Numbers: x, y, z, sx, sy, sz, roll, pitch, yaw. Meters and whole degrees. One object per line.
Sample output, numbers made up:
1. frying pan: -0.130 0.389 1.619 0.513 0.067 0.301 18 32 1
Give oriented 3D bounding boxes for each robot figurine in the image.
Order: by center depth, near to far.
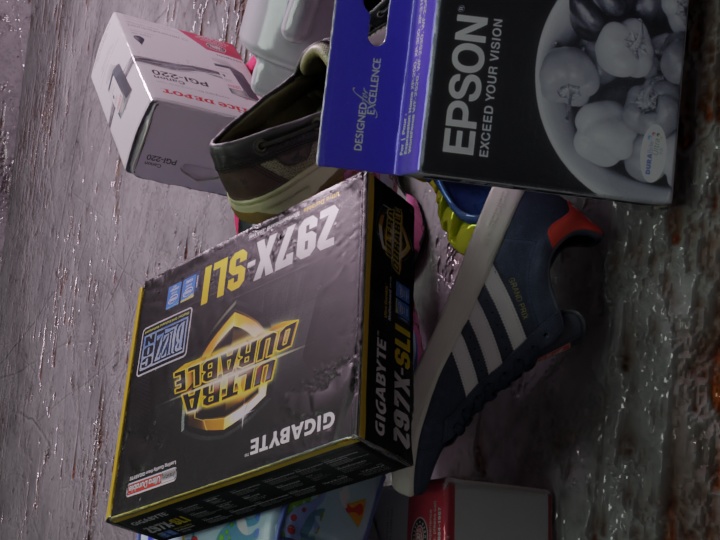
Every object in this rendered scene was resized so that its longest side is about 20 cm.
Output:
1. robot figurine: -0.038 -0.245 1.000 0.170 0.111 0.202 -84 11 -69

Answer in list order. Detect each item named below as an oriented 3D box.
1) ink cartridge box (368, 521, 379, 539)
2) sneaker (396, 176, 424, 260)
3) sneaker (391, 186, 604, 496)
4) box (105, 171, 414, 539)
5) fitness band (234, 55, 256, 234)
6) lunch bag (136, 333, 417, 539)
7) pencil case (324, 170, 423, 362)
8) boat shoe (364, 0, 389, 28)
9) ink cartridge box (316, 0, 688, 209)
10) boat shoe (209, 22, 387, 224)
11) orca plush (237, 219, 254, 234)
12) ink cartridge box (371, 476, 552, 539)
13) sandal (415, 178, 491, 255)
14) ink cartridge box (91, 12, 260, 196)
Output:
1. ink cartridge box: -0.025 0.196 0.748 0.100 0.039 0.201 -59 32 34
2. sneaker: -0.014 -0.077 0.935 0.081 0.085 0.201 -63 31 29
3. sneaker: 0.084 0.047 0.675 0.075 0.084 0.202 47 -115 -82
4. box: -0.057 0.053 0.653 0.199 0.049 0.161 -23 49 36
5. fitness band: -0.099 -0.126 1.182 0.143 0.037 0.203 14 96 61
6. lunch bag: -0.058 0.108 0.721 0.160 0.082 0.202 -1 66 49
7. pencil case: 0.000 0.000 0.808 0.082 0.086 0.202 9 120 42
8. boat shoe: 0.051 -0.270 0.878 0.200 0.065 0.075 -60 33 37
9. ink cartridge box: 0.083 -0.145 0.637 0.043 0.197 0.201 138 138 -85
10. boat shoe: -0.013 -0.113 0.723 0.201 0.066 0.071 -43 43 -18
11. orca plush: -0.047 -0.012 1.023 0.104 0.071 0.203 -14 86 42
12. ink cartridge box: 0.037 0.219 0.754 0.199 0.082 0.147 -25 60 59
13. sandal: 0.057 -0.097 0.783 0.200 0.079 0.088 50 162 47
14. ink cartridge box: -0.176 -0.166 1.143 0.085 0.144 0.201 -63 35 27
